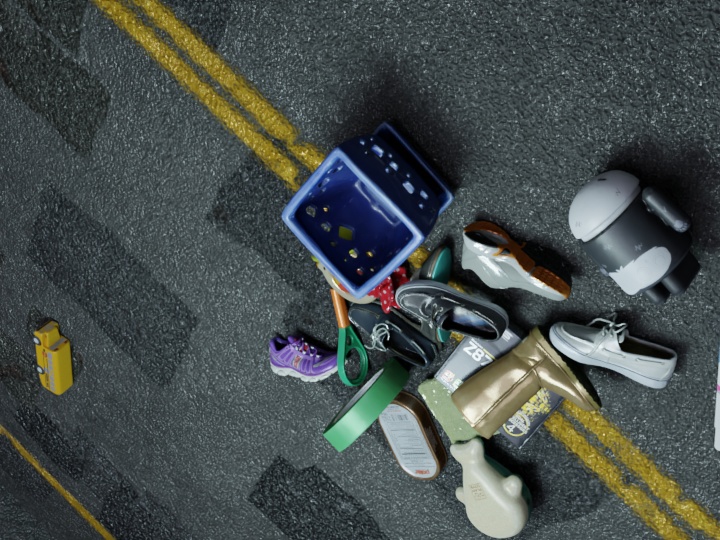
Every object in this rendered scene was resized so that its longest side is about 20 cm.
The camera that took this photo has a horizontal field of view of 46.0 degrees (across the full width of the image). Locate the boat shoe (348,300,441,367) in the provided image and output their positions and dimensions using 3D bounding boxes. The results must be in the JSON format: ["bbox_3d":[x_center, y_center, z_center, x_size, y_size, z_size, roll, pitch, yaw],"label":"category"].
[{"bbox_3d":[0.055,0.121,1.597,0.198,0.062,0.076,30,133,16],"label":"boat shoe"}]

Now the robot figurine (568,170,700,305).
[{"bbox_3d":[0.391,-0.050,1.215,0.200,0.125,0.150,46,110,1],"label":"robot figurine"}]

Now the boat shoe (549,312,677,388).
[{"bbox_3d":[0.401,0.111,1.341,0.199,0.075,0.087,23,130,18],"label":"boat shoe"}]

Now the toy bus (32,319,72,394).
[{"bbox_3d":[-0.823,0.233,2.279,0.077,0.065,0.202,26,130,18],"label":"toy bus"}]

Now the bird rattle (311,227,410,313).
[{"bbox_3d":[0.000,0.000,1.562,0.199,0.113,0.163,41,146,-12],"label":"bird rattle"}]

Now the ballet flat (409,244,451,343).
[{"bbox_3d":[0.121,0.040,1.499,0.068,0.068,0.203,20,128,34],"label":"ballet flat"}]

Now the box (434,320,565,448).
[{"bbox_3d":[0.252,0.185,1.478,0.199,0.049,0.162,40,110,7],"label":"box"}]

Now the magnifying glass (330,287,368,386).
[{"bbox_3d":[-0.027,0.129,1.660,0.022,0.079,0.204,0,108,38],"label":"magnifying glass"}]

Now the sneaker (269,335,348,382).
[{"bbox_3d":[-0.116,0.174,1.742,0.197,0.080,0.085,2,113,35],"label":"sneaker"}]

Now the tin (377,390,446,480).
[{"bbox_3d":[0.102,0.337,1.721,0.111,0.042,0.202,-9,113,43],"label":"tin"}]

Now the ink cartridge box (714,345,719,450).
[{"bbox_3d":[0.591,0.179,1.255,0.114,0.068,0.203,9,122,30],"label":"ink cartridge box"}]

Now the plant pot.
[{"bbox_3d":[0.023,-0.110,1.392,0.200,0.180,0.200,46,134,0],"label":"plant pot"}]

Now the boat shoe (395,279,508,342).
[{"bbox_3d":[0.148,0.075,1.421,0.197,0.066,0.071,19,121,10],"label":"boat shoe"}]

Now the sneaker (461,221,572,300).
[{"bbox_3d":[0.251,0.000,1.386,0.199,0.076,0.093,33,140,24],"label":"sneaker"}]

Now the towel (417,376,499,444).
[{"bbox_3d":[0.207,0.245,1.588,0.199,0.036,0.150,-28,99,43],"label":"towel"}]

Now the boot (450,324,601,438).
[{"bbox_3d":[0.277,0.214,1.419,0.200,0.066,0.176,-45,74,21],"label":"boot"}]

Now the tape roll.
[{"bbox_3d":[0.012,0.254,1.617,0.048,0.200,0.201,43,133,1],"label":"tape roll"}]

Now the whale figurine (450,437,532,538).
[{"bbox_3d":[0.251,0.405,1.621,0.158,0.103,0.202,-28,91,42],"label":"whale figurine"}]
